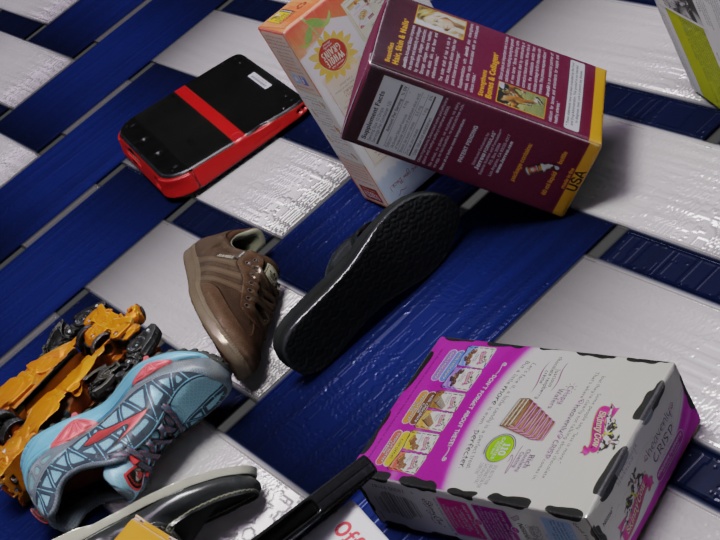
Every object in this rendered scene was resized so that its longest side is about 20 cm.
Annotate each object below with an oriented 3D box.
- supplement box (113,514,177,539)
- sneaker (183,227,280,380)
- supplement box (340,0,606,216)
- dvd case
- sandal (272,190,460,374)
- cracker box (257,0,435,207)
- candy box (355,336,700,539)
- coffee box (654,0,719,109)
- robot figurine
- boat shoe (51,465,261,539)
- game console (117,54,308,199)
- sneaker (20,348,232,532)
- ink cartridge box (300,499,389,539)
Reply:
[{"bbox_3d":[-0.188,0.271,1.068,0.067,0.069,0.200,19,65,50],"label":"supplement box"},{"bbox_3d":[-0.105,0.017,1.349,0.076,0.070,0.200,-29,34,1],"label":"sneaker"},{"bbox_3d":[0.095,-0.138,1.280,0.200,0.086,0.110,19,42,-5],"label":"supplement box"},{"bbox_3d":[-0.086,0.201,1.014,0.200,0.018,0.143,-33,-11,-35],"label":"dvd case"},{"bbox_3d":[-0.001,0.000,1.282,0.200,0.075,0.048,-42,39,-15],"label":"sandal"},{"bbox_3d":[0.017,-0.174,1.382,0.134,0.200,0.058,-41,29,-15],"label":"cracker box"},{"bbox_3d":[0.110,0.120,1.050,0.200,0.061,0.136,4,47,43],"label":"candy box"},{"bbox_3d":[0.353,-0.232,1.194,0.200,0.200,0.198,-32,34,-2],"label":"coffee box"},{"bbox_3d":[-0.258,0.108,1.361,0.200,0.058,0.145,-45,36,-19],"label":"robot figurine"},{"bbox_3d":[-0.161,0.209,1.163,0.200,0.072,0.068,-27,71,-6],"label":"boat shoe"},{"bbox_3d":[-0.163,-0.157,1.668,0.177,0.031,0.200,-33,33,-11],"label":"game console"},{"bbox_3d":[-0.180,0.145,1.252,0.200,0.079,0.096,-35,42,10],"label":"sneaker"},{"bbox_3d":[-0.034,0.258,0.961,0.200,0.083,0.145,-38,33,-9],"label":"ink cartridge box"}]
